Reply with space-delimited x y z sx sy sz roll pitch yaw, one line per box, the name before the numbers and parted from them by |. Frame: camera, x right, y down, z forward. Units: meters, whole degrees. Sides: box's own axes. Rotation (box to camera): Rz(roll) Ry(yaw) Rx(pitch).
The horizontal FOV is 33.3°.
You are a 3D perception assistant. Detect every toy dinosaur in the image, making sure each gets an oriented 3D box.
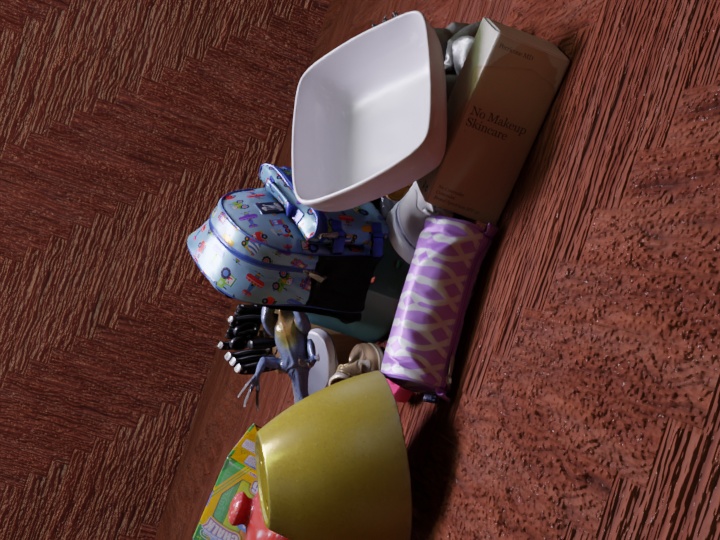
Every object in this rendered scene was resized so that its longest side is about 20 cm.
toy dinosaur | -0.072 0.095 1.528 0.104 0.183 0.201 -5 32 31

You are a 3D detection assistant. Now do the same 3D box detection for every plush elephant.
plush elephant | 0.107 -0.213 1.435 0.164 0.199 0.156 -39 56 26

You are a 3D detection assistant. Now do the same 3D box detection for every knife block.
knife block | -0.093 0.106 1.685 0.176 0.198 0.064 -76 10 -61

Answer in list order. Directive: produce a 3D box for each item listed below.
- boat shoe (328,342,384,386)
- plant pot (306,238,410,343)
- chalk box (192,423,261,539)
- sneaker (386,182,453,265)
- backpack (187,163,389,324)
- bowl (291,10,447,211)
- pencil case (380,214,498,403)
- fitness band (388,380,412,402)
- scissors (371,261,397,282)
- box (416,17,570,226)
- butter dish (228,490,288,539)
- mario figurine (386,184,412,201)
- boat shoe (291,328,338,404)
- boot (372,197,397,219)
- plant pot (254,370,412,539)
boat shoe | -0.008 0.154 1.584 0.201 0.068 0.074 -94 26 -61
plant pot | 0.000 0.000 1.593 0.200 0.140 0.143 148 139 -74
chalk box | -0.159 0.355 1.771 0.202 0.123 0.124 -67 -6 21
sneaker | 0.083 -0.077 1.444 0.071 0.073 0.201 -44 14 30
backpack | -0.092 -0.037 1.402 0.183 0.198 0.136 53 130 46
bowl | 0.018 -0.164 1.336 0.198 0.074 0.202 -21 54 33
pencil case | 0.084 0.040 1.318 0.085 0.084 0.203 8 80 42
fitness band | 0.075 0.060 1.442 0.144 0.037 0.202 152 136 -77
scissors | 0.018 0.028 1.801 0.200 0.014 0.074 148 137 -73
box | 0.142 -0.163 1.324 0.078 0.094 0.202 -104 33 -66
butter dish | -0.099 0.326 1.557 0.201 0.146 0.200 -84 18 -47
mario figurine | 0.021 -0.162 1.603 0.201 0.104 0.125 -93 -3 -58
boat shoe | -0.053 0.160 1.680 0.065 0.073 0.202 -29 -42 -42
boot | 0.056 -0.147 1.780 0.200 0.065 0.167 135 153 -74
plant pot | -0.037 0.217 1.290 0.200 0.140 0.203 174 90 -78
